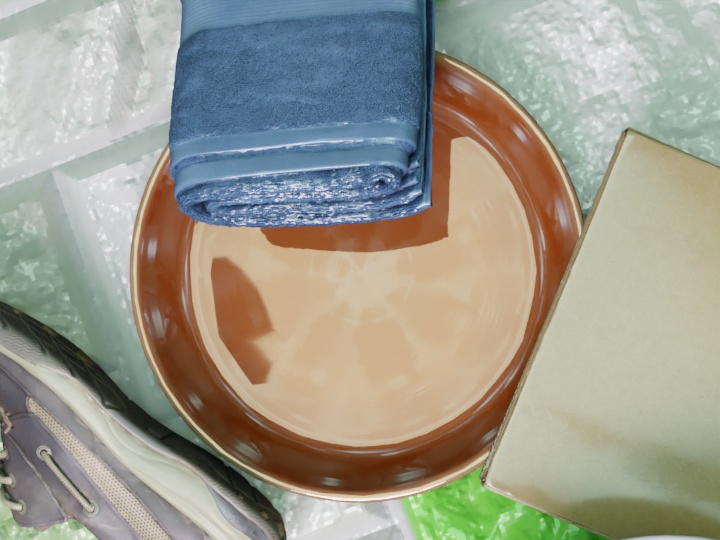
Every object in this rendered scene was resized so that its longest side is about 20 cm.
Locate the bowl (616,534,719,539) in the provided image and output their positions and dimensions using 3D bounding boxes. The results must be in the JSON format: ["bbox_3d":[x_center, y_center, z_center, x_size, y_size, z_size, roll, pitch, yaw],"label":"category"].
[{"bbox_3d":[0.127,0.204,1.012,0.200,0.105,0.201,0,89,8],"label":"bowl"}]

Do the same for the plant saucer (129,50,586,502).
[{"bbox_3d":[0.000,0.000,1.084,0.200,0.032,0.201,0,87,9],"label":"plant saucer"}]

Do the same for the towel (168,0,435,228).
[{"bbox_3d":[-0.023,-0.115,1.057,0.111,0.049,0.200,-3,68,11],"label":"towel"}]

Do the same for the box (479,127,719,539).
[{"bbox_3d":[0.172,0.053,1.045,0.200,0.021,0.164,22,91,-1],"label":"box"}]

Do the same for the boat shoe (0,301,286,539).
[{"bbox_3d":[-0.126,0.081,1.076,0.200,0.074,0.073,37,92,9],"label":"boat shoe"}]
